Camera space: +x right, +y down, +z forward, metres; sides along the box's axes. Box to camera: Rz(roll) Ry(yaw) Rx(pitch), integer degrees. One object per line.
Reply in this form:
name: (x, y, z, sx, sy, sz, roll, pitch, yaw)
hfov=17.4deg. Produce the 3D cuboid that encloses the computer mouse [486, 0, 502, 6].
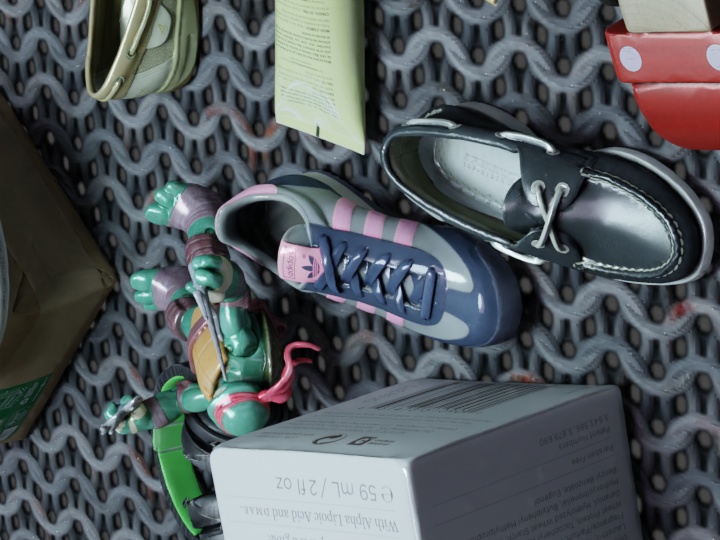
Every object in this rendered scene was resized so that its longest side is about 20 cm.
computer mouse: (0.082, -0.198, 1.209, 0.200, 0.046, 0.141, 29, 120, 39)

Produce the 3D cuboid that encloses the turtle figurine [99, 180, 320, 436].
turtle figurine: (-0.095, 0.043, 1.408, 0.150, 0.101, 0.200, -56, 30, 26)

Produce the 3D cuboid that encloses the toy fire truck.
toy fire truck: (0.188, -0.090, 1.044, 0.129, 0.176, 0.200, 4, 119, 46)

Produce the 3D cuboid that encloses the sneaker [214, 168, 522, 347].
sneaker: (0.000, 0.000, 1.332, 0.200, 0.082, 0.070, 23, 115, 41)

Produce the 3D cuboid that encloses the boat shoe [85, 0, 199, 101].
boat shoe: (-0.140, -0.204, 1.437, 0.073, 0.063, 0.201, 23, 118, 42)

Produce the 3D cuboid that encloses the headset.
headset: (-0.088, 0.127, 1.459, 0.200, 0.094, 0.124, 19, 116, 56)

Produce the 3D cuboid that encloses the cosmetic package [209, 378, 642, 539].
cosmetic package: (0.044, 0.174, 1.273, 0.165, 0.165, 0.200, -2, 100, 49)

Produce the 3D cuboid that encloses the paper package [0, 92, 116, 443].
paper package: (-0.281, 0.007, 1.628, 0.191, 0.103, 0.200, 56, 134, 20)

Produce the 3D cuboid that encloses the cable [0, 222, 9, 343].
cable: (-0.308, -0.004, 1.527, 0.200, 0.069, 0.200, 2, 105, 46)

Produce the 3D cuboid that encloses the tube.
tube: (-0.024, -0.170, 1.338, 0.058, 0.052, 0.200, -96, 6, -68)

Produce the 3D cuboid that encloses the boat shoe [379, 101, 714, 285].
boat shoe: (0.094, -0.035, 1.235, 0.200, 0.060, 0.076, 20, 116, 43)
